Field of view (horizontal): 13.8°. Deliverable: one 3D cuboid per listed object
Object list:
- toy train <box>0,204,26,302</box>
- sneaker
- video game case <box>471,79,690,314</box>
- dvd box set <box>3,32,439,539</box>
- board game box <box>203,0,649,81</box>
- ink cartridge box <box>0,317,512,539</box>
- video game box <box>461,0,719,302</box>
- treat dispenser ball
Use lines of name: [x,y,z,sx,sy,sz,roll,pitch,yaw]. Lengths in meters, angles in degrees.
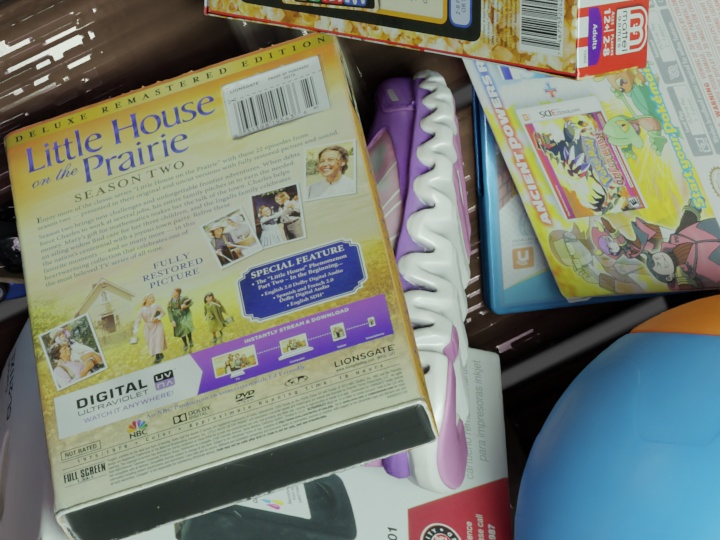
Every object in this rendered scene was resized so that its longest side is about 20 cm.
toy train: [-0.099,0.002,1.258,0.200,0.034,0.046,6,123,-14]
sneaker: [0.000,0.000,1.211,0.088,0.200,0.081,-3,141,9]
video game case: [0.118,-0.086,1.291,0.143,0.018,0.200,-7,105,-11]
dvd box set: [-0.059,0.003,1.163,0.146,0.200,0.029,-18,139,4]
board game box: [0.023,-0.163,1.162,0.046,0.200,0.152,-13,111,-46]
ink cartridge box: [-0.045,0.093,1.222,0.200,0.146,0.083,12,139,-17]
video game box: [0.122,-0.086,1.194,0.047,0.182,0.200,-39,113,-40]
treat dispenser ball: [0.161,0.108,1.178,0.200,0.201,0.201,-3,104,-12]
